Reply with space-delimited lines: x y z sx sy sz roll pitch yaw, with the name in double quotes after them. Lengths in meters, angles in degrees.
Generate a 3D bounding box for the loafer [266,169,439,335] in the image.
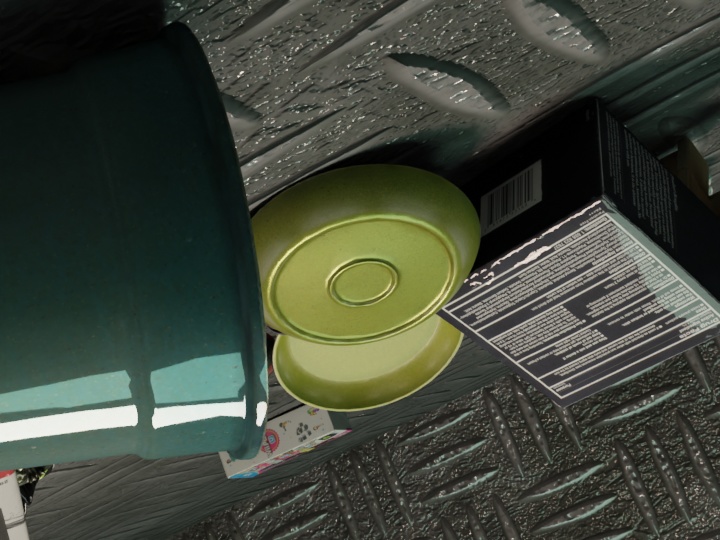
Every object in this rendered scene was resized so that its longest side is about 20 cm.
-0.011 -0.021 0.982 0.199 0.072 0.063 -33 146 14 "loafer"

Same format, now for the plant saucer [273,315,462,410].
0.006 0.063 1.203 0.197 0.031 0.201 -10 135 -11 "plant saucer"

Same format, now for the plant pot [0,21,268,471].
-0.159 0.006 0.527 0.194 0.202 0.200 -11 165 -17 "plant pot"

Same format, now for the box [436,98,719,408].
0.189 -0.006 1.041 0.198 0.124 0.199 37 131 -28 "box"

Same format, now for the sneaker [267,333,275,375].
-0.149 0.093 1.156 0.199 0.072 0.098 -11 165 -40 "sneaker"

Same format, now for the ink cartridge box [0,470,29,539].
-0.359 0.189 0.988 0.143 0.084 0.201 -18 145 -22 "ink cartridge box"

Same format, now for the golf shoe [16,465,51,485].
-0.379 0.176 1.126 0.198 0.078 0.088 -16 -174 -22 "golf shoe"

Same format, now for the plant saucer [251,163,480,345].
0.000 0.000 0.926 0.197 0.031 0.201 -7 140 -6 "plant saucer"

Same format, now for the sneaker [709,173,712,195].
0.378 -0.088 1.418 0.088 0.076 0.200 -40 169 16 "sneaker"

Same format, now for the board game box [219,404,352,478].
-0.126 0.283 2.025 0.198 0.065 0.148 -24 167 8 "board game box"

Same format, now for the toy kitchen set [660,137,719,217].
0.299 -0.105 1.161 0.162 0.181 0.201 -27 -153 32 "toy kitchen set"

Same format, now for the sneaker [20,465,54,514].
-0.381 0.231 1.279 0.071 0.084 0.200 -24 168 6 "sneaker"
